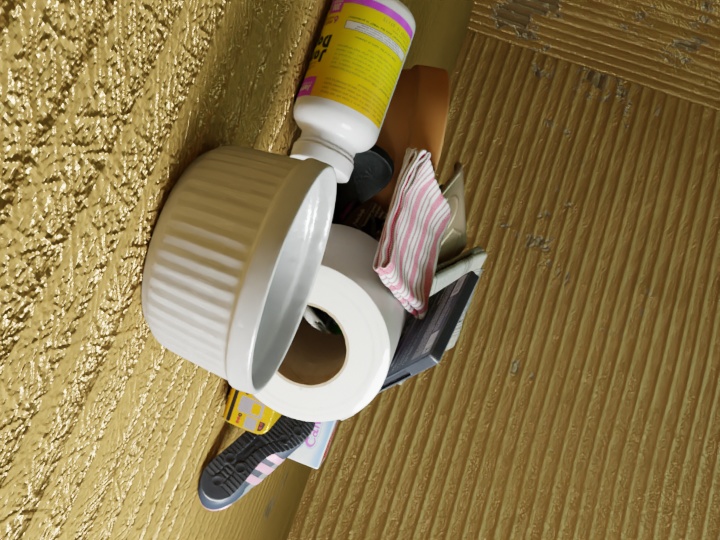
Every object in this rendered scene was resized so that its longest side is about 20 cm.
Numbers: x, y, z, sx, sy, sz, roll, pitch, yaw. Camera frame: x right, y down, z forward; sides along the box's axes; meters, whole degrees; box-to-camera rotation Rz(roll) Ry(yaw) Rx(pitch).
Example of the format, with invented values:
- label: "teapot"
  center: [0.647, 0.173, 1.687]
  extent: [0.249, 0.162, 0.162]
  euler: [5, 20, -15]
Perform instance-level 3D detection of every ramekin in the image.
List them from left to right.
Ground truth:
- label: "ramekin"
  center: [-0.101, -0.008, 0.599]
  extent: [0.200, 0.103, 0.204]
  euler: [19, 90, -84]

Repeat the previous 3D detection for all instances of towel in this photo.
- label: "towel"
  center: [0.070, -0.036, 0.828]
  extent: [0.200, 0.029, 0.149]
  euler: [47, 57, -64]
- label: "towel"
  center: [0.128, 0.067, 1.090]
  extent: [0.199, 0.034, 0.196]
  euler: [-24, 134, -52]

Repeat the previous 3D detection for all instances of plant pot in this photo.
- label: "plant pot"
  center: [0.024, -0.181, 0.935]
  extent: [0.200, 0.137, 0.204]
  euler: [-168, -90, -81]

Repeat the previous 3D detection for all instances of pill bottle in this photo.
- label: "pill bottle"
  center: [-0.014, -0.209, 0.804]
  extent: [0.104, 0.102, 0.203]
  euler: [70, 39, -81]

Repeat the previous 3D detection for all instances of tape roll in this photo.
- label: "tape roll"
  center: [-0.048, 0.060, 0.857]
  extent: [0.139, 0.199, 0.206]
  euler: [-57, 165, -66]

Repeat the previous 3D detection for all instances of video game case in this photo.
- label: "video game case"
  center: [0.064, 0.090, 0.910]
  extent: [0.200, 0.019, 0.144]
  euler: [-39, -165, 51]

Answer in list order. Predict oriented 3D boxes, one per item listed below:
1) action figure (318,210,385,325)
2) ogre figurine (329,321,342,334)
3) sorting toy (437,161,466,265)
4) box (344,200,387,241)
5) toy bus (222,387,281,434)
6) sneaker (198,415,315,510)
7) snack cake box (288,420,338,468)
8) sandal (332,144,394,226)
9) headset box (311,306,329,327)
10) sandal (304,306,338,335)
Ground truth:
- label: "action figure"
  center: [0.000, 0.000, 1.011]
  extent: [0.119, 0.102, 0.201]
  euler: [-46, 174, -32]
- label: "ogre figurine"
  center: [-0.027, 0.067, 1.290]
  extent: [0.099, 0.118, 0.202]
  euler: [83, -19, -56]
- label: "sorting toy"
  center: [0.097, -0.033, 1.026]
  extent: [0.201, 0.036, 0.186]
  euler: [-54, 154, -22]
- label: "box"
  center: [0.014, -0.024, 1.196]
  extent: [0.166, 0.197, 0.167]
  euler: [-60, 167, -60]
- label: "toy bus"
  center: [-0.132, 0.159, 0.979]
  extent: [0.200, 0.077, 0.066]
  euler: [-30, 139, -82]
- label: "sneaker"
  center: [-0.151, 0.265, 1.005]
  extent: [0.199, 0.070, 0.083]
  euler: [-30, 158, -36]
- label: "snack cake box"
  center: [-0.059, 0.210, 1.153]
  extent: [0.115, 0.066, 0.203]
  euler: [83, 26, -83]
- label: "sandal"
  center: [-0.038, -0.085, 0.891]
  extent: [0.200, 0.075, 0.048]
  euler: [-41, -161, 41]
- label: "headset box"
  center: [-0.113, 0.161, 1.187]
  extent: [0.201, 0.076, 0.150]
  euler: [99, 11, -56]
- label: "sandal"
  center: [-0.061, 0.109, 1.041]
  extent: [0.082, 0.201, 0.054]
  euler: [-42, -151, -15]
